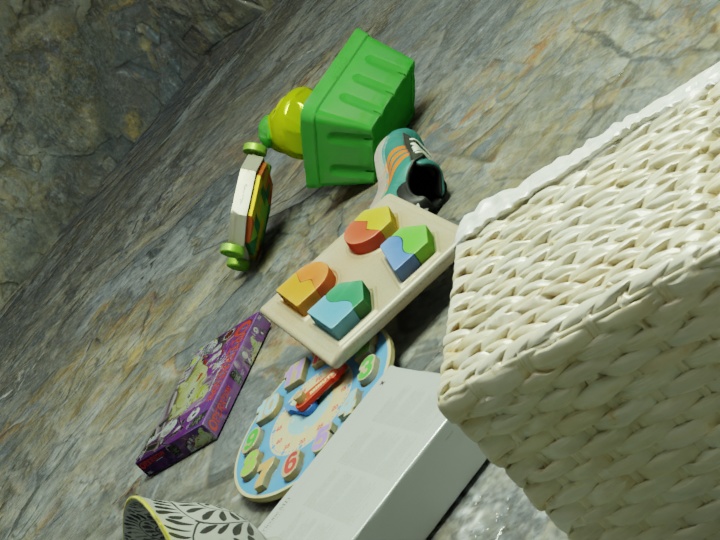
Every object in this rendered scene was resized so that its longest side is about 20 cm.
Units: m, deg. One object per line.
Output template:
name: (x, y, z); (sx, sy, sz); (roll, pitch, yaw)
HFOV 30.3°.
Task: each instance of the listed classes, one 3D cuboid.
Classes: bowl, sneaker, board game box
bowl: (-0.087, 0.238, 0.908); (0.094, 0.202, 0.200); (-15, 6, -24)
sneaker: (0.062, -0.103, 1.477); (0.080, 0.071, 0.201); (-33, 29, 28)
board game box: (-0.178, 0.139, 1.522); (0.120, 0.032, 0.200); (-28, 23, 31)

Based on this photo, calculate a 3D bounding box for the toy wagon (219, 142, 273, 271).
toy wagon: (-0.150, -0.078, 1.825); (0.200, 0.039, 0.156); (83, -162, -75)

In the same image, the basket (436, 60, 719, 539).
basket: (0.169, 0.040, 0.704); (0.199, 0.198, 0.161); (-31, 24, 34)

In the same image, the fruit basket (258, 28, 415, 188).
fruit basket: (-0.046, -0.209, 1.753); (0.214, 0.156, 0.216); (-1, 44, 1)

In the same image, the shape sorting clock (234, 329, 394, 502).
shape sorting clock: (-0.046, 0.129, 1.233); (0.200, 0.039, 0.200); (-39, 18, 15)

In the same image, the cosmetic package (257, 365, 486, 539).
cosmetic package: (0.009, 0.166, 1.008); (0.200, 0.052, 0.151); (-50, 21, -16)

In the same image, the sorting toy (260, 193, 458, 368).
sorting toy: (0.000, 0.000, 1.298); (0.185, 0.037, 0.200); (-42, 26, -11)
